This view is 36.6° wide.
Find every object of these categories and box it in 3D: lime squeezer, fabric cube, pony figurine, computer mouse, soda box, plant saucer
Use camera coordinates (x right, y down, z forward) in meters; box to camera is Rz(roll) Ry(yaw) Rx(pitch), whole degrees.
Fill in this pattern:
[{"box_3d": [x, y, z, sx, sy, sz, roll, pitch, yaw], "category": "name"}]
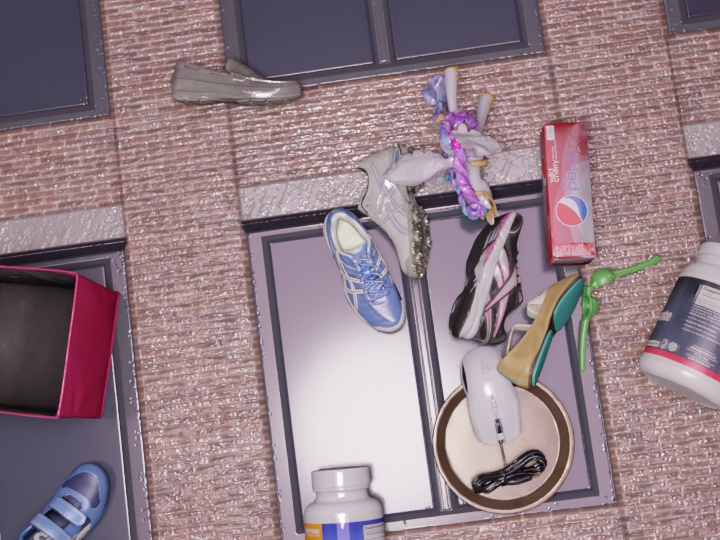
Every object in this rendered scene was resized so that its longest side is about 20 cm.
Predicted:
[{"box_3d": [0.348, 0.044, 1.567, 0.071, 0.038, 0.200, 37, 84, -24], "category": "lime squeezer"}, {"box_3d": [-0.469, 0.101, 1.519, 0.200, 0.199, 0.196, 5, 84, 4], "category": "fabric cube"}, {"box_3d": [0.136, -0.177, 1.528, 0.166, 0.193, 0.200, -18, 64, 32], "category": "pony figurine"}, {"box_3d": [0.186, 0.204, 1.516, 0.110, 0.044, 0.200, -14, 82, 2], "category": "computer mouse"}, {"box_3d": [0.296, -0.109, 1.566, 0.063, 0.070, 0.200, -2, 82, 2], "category": "soda box"}, {"box_3d": [0.202, 0.244, 1.546, 0.200, 0.029, 0.200, -1, 82, 4], "category": "plant saucer"}]

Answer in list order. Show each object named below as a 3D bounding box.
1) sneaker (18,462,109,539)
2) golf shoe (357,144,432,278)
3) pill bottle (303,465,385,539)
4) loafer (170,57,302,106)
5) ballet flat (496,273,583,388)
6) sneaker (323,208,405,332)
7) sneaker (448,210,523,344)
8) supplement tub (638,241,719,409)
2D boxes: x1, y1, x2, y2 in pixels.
[{"box_3d": [-0.428, 0.364, 1.540, 0.074, 0.082, 0.200, 32, 83, 8], "category": "sneaker"}, {"box_3d": [0.047, -0.080, 1.587, 0.097, 0.078, 0.200, -11, 76, 19], "category": "golf shoe"}, {"box_3d": [-0.021, 0.374, 1.499, 0.112, 0.112, 0.200, -6, 82, 3], "category": "pill bottle"}, {"box_3d": [-0.184, -0.281, 1.618, 0.200, 0.070, 0.070, 3, 91, 4], "category": "loafer"}, {"box_3d": [0.250, 0.074, 1.527, 0.063, 0.069, 0.200, 18, 55, 25], "category": "ballet flat"}, {"box_3d": [0.000, 0.000, 1.566, 0.076, 0.077, 0.200, -30, 83, -3], "category": "sneaker"}, {"box_3d": [0.197, 0.015, 1.565, 0.086, 0.080, 0.200, 24, 82, -17], "category": "sneaker"}, {"box_3d": [0.484, 0.077, 1.495, 0.140, 0.140, 0.200, 27, 84, 6], "category": "supplement tub"}]
